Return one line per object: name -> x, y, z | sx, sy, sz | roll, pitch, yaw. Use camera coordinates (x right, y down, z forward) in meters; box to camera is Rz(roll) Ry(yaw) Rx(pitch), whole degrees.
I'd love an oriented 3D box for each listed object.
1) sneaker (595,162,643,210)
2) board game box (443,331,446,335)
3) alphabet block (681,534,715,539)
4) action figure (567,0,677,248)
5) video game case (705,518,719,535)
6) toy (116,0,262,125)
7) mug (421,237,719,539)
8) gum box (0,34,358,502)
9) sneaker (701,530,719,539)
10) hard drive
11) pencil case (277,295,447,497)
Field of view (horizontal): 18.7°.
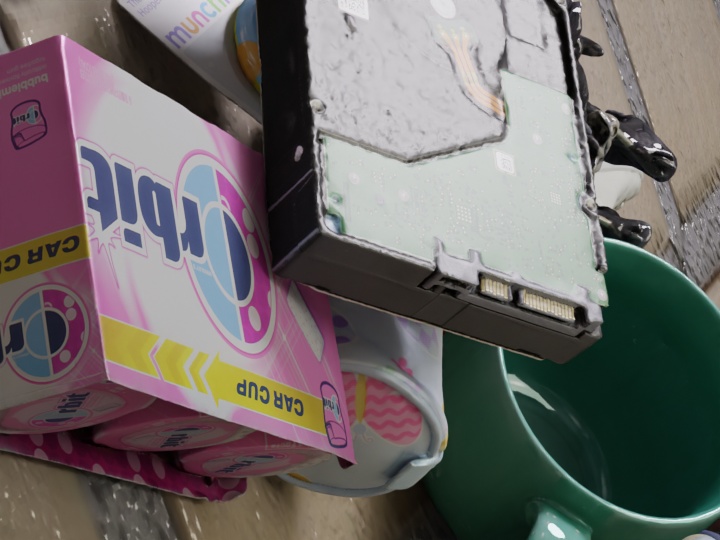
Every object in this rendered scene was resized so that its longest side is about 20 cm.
sneaker -> 0.112, -0.028, 1.271 | 0.200, 0.072, 0.085 | -8, 85, -58
board game box -> 0.098, 0.044, 1.184 | 0.103, 0.019, 0.200 | -57, 133, -30
alphabet block -> 0.066, 0.231, 0.648 | 0.195, 0.200, 0.197 | 46, 42, -14
action figure -> 0.080, -0.069, 1.070 | 0.200, 0.102, 0.120 | 33, 74, -57
video game case -> 0.167, 0.205, 1.102 | 0.023, 0.182, 0.201 | 6, 65, -31
toy -> 0.010, -0.084, 0.908 | 0.200, 0.047, 0.115 | 42, 38, -2
mug -> 0.089, 0.081, 1.040 | 0.184, 0.114, 0.153 | -19, 73, -39
gum box -> -0.073, 0.009, 0.759 | 0.200, 0.066, 0.114 | 28, 49, -63
sneaker -> 0.139, 0.223, 1.046 | 0.082, 0.074, 0.201 | 10, 94, -31
hard drive -> 0.025, -0.071, 0.850 | 0.139, 0.038, 0.201 | 17, 51, -31
pencil case -> 0.000, 0.000, 0.930 | 0.091, 0.083, 0.201 | 40, 36, -28
